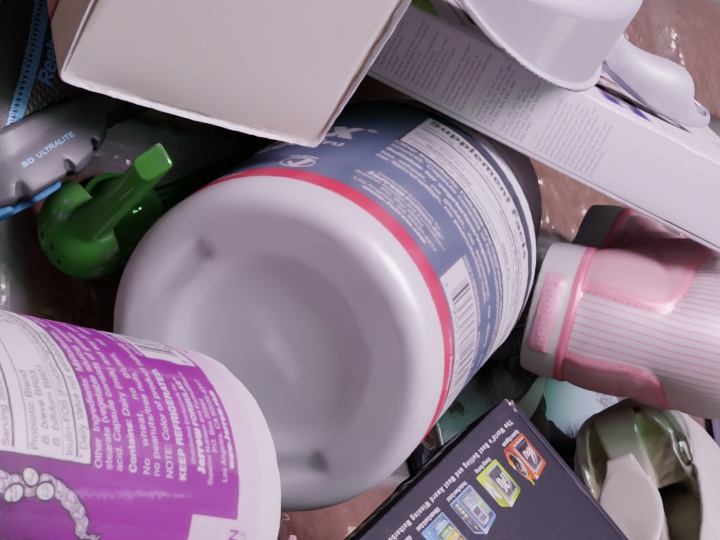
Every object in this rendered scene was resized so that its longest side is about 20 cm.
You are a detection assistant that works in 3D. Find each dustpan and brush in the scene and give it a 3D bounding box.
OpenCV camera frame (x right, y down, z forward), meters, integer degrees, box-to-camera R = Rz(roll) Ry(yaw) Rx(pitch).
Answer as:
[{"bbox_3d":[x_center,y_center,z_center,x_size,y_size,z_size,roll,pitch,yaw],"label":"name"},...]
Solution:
[{"bbox_3d":[0.075,-0.103,0.785,0.200,0.057,0.140,20,37,-34],"label":"dustpan and brush"}]

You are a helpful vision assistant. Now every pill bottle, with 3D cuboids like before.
[{"bbox_3d":[-0.128,0.064,0.638,0.200,0.112,0.112,14,65,-47],"label":"pill bottle"},{"bbox_3d":[0.000,0.000,0.804,0.120,0.119,0.200,66,24,-8],"label":"pill bottle"}]

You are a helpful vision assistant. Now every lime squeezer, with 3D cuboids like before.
[{"bbox_3d":[-0.081,-0.029,0.775,0.038,0.071,0.200,43,8,3],"label":"lime squeezer"}]

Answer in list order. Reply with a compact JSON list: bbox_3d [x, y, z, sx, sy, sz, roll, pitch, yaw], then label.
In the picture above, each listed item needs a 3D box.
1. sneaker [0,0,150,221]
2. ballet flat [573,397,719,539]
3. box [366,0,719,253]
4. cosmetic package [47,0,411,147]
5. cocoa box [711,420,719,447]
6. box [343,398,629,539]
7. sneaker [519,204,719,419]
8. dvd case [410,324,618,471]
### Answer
[{"bbox_3d":[-0.099,-0.089,0.766,0.082,0.073,0.200,59,38,-10],"label":"sneaker"},{"bbox_3d":[0.118,0.093,0.876,0.069,0.069,0.200,54,15,-22],"label":"ballet flat"},{"bbox_3d":[0.064,-0.076,0.865,0.200,0.036,0.144,27,12,-11],"label":"box"},{"bbox_3d":[-0.057,-0.146,0.750,0.103,0.087,0.200,15,36,-25],"label":"cosmetic package"},{"bbox_3d":[0.271,0.108,1.091,0.133,0.131,0.200,14,66,-47],"label":"cocoa box"},{"bbox_3d":[0.047,0.150,0.709,0.161,0.049,0.200,52,34,3],"label":"box"},{"bbox_3d":[0.133,0.020,0.903,0.200,0.104,0.075,-23,123,-76],"label":"sneaker"},{"bbox_3d":[0.085,0.124,0.948,0.146,0.022,0.200,-10,83,-52],"label":"dvd case"}]
